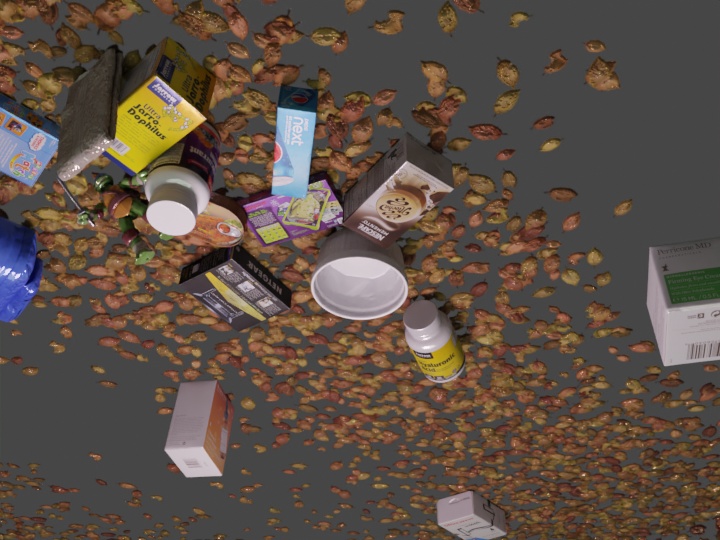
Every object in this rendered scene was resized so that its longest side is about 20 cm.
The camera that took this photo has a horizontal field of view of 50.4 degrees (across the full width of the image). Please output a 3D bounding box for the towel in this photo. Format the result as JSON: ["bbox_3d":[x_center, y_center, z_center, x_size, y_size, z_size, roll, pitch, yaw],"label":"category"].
[{"bbox_3d":[-0.435,-0.254,1.229,0.132,0.202,0.034,-28,143,31],"label":"towel"}]

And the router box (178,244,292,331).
[{"bbox_3d":[-0.270,0.040,1.670,0.156,0.053,0.200,-23,133,26],"label":"router box"}]

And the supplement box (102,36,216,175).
[{"bbox_3d":[-0.351,-0.269,1.274,0.199,0.110,0.109,-28,131,31],"label":"supplement box"}]

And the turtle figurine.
[{"bbox_3d":[-0.437,-0.119,1.391,0.194,0.144,0.200,45,146,10],"label":"turtle figurine"}]

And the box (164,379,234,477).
[{"bbox_3d":[-0.414,0.410,1.993,0.105,0.202,0.153,-5,139,11],"label":"box"}]

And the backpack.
[{"bbox_3d":[-0.738,-0.007,1.566,0.167,0.164,0.200,23,124,-35],"label":"backpack"}]

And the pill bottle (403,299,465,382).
[{"bbox_3d":[0.164,0.158,1.740,0.110,0.112,0.201,-12,136,17],"label":"pill bottle"}]

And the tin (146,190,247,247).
[{"bbox_3d":[-0.316,-0.114,1.487,0.198,0.042,0.112,22,141,-7],"label":"tin"}]

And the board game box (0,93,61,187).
[{"bbox_3d":[-0.652,-0.249,1.369,0.199,0.037,0.151,31,132,-28],"label":"board game box"}]

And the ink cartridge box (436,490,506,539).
[{"bbox_3d":[0.362,0.808,2.501,0.145,0.085,0.199,-28,131,31],"label":"ink cartridge box"}]

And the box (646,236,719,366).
[{"bbox_3d":[0.699,0.061,1.552,0.196,0.173,0.201,-8,138,13],"label":"box"}]

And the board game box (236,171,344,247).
[{"bbox_3d":[-0.131,-0.117,1.501,0.198,0.033,0.120,-15,139,19],"label":"board game box"}]

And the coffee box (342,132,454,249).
[{"bbox_3d":[0.066,-0.143,1.419,0.112,0.081,0.200,25,134,-25],"label":"coffee box"}]

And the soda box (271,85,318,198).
[{"bbox_3d":[-0.117,-0.223,1.351,0.067,0.065,0.201,7,138,-5],"label":"soda box"}]

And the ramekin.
[{"bbox_3d":[0.000,0.000,1.570,0.197,0.106,0.201,2,139,2],"label":"ramekin"}]

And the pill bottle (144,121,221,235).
[{"bbox_3d":[-0.309,-0.162,1.325,0.110,0.202,0.112,1,140,1],"label":"pill bottle"}]
